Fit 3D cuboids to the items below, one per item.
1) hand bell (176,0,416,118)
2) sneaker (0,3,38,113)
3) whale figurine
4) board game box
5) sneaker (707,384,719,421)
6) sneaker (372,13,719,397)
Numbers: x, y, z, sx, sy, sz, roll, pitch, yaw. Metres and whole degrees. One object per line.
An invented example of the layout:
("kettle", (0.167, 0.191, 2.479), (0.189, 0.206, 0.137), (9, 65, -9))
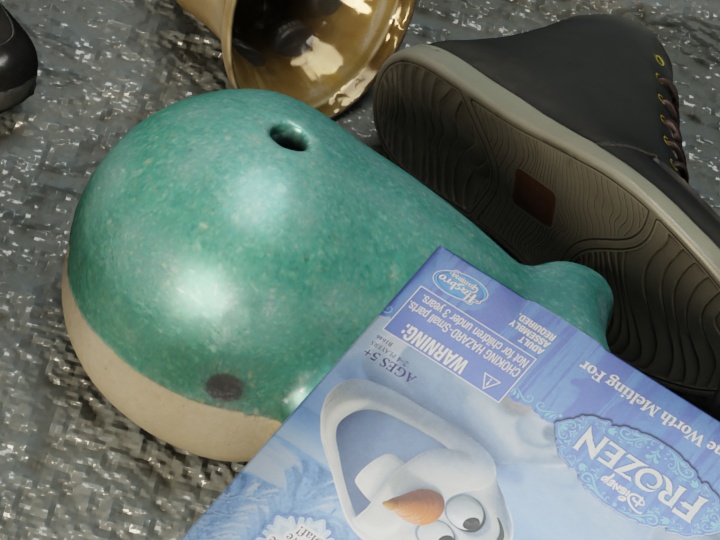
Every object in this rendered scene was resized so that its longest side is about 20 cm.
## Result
("hand bell", (-0.081, -0.142, 1.200), (0.104, 0.105, 0.199), (-23, 41, -39))
("sneaker", (-0.198, -0.134, 1.124), (0.200, 0.090, 0.070), (36, 42, 24))
("whale figurine", (0.000, 0.000, 1.020), (0.198, 0.104, 0.160), (10, 38, -9))
("board game box", (0.045, 0.117, 0.891), (0.199, 0.043, 0.199), (32, 62, 19))
("sneaker", (0.215, 0.080, 1.029), (0.199, 0.076, 0.091), (15, 46, 3))
("sneaker", (0.107, -0.037, 1.126), (0.106, 0.075, 0.200), (-23, 51, -36))
